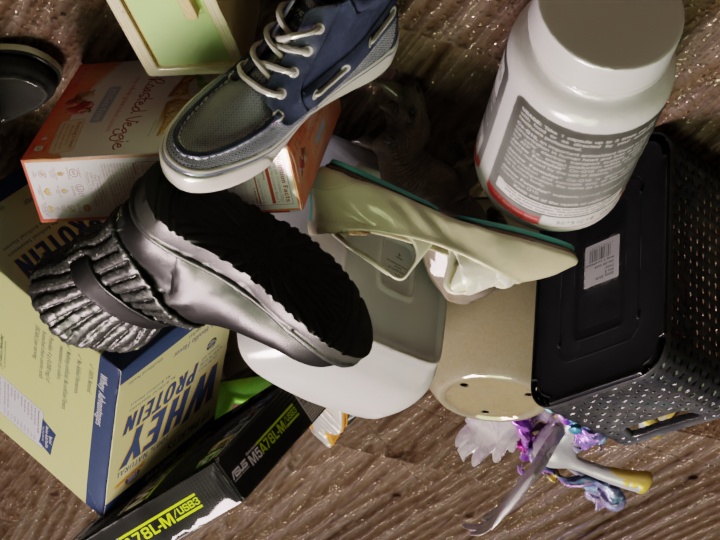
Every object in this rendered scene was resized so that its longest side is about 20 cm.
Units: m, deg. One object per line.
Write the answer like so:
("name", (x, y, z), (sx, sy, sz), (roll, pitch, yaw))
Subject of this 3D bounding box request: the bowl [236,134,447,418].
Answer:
("bowl", (0.000, 0.000, 1.340), (0.074, 0.202, 0.199), (-9, 157, 38))

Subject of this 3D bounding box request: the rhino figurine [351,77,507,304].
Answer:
("rhino figurine", (0.058, -0.061, 1.313), (0.060, 0.087, 0.201), (13, 142, 55))

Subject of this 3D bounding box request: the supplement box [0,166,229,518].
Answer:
("supplement box", (-0.224, 0.048, 1.422), (0.199, 0.134, 0.201), (37, 141, 19))

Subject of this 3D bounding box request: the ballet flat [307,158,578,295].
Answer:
("ballet flat", (0.054, -0.017, 1.255), (0.198, 0.070, 0.070), (20, 152, -3))

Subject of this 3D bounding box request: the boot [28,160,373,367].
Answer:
("boot", (-0.110, 0.023, 1.225), (0.211, 0.080, 0.158), (36, 131, -17))

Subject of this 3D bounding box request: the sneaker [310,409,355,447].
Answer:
("sneaker", (-0.026, 0.109, 1.670), (0.078, 0.077, 0.200), (46, 170, 6))

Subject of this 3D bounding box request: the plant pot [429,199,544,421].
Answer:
("plant pot", (0.115, 0.048, 1.490), (0.198, 0.136, 0.201), (6, 153, 3))

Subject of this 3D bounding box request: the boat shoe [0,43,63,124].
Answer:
("boat shoe", (-0.311, -0.120, 1.343), (0.200, 0.064, 0.074), (-12, 142, 27))

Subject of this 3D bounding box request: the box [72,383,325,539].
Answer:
("box", (-0.135, 0.171, 1.469), (0.192, 0.200, 0.048), (-30, 97, 29))

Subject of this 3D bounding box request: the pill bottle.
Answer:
("pill bottle", (0.147, -0.120, 1.185), (0.113, 0.115, 0.200), (8, 153, -3))

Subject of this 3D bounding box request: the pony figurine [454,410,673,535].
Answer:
("pony figurine", (0.187, 0.164, 1.709), (0.199, 0.167, 0.194), (23, 116, -22))

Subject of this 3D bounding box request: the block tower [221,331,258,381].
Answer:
("block tower", (-0.051, 0.055, 1.531), (0.199, 0.054, 0.058), (-8, 166, -44))

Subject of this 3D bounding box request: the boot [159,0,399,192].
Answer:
("boot", (-0.053, -0.137, 1.148), (0.073, 0.200, 0.091), (38, 152, 21))

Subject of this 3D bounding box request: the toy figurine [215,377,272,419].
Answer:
("toy figurine", (-0.143, 0.047, 1.575), (0.198, 0.151, 0.185), (-5, 148, -22))

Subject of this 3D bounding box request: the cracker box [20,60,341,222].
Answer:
("cracker box", (-0.124, -0.098, 1.257), (0.198, 0.134, 0.058), (-2, 126, 14))

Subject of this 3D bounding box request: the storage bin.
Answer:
("storage bin", (0.210, 0.014, 1.331), (0.093, 0.202, 0.135), (25, 148, -33))

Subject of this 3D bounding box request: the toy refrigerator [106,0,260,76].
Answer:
("toy refrigerator", (-0.129, -0.205, 1.132), (0.075, 0.071, 0.200), (0, 151, 13))
